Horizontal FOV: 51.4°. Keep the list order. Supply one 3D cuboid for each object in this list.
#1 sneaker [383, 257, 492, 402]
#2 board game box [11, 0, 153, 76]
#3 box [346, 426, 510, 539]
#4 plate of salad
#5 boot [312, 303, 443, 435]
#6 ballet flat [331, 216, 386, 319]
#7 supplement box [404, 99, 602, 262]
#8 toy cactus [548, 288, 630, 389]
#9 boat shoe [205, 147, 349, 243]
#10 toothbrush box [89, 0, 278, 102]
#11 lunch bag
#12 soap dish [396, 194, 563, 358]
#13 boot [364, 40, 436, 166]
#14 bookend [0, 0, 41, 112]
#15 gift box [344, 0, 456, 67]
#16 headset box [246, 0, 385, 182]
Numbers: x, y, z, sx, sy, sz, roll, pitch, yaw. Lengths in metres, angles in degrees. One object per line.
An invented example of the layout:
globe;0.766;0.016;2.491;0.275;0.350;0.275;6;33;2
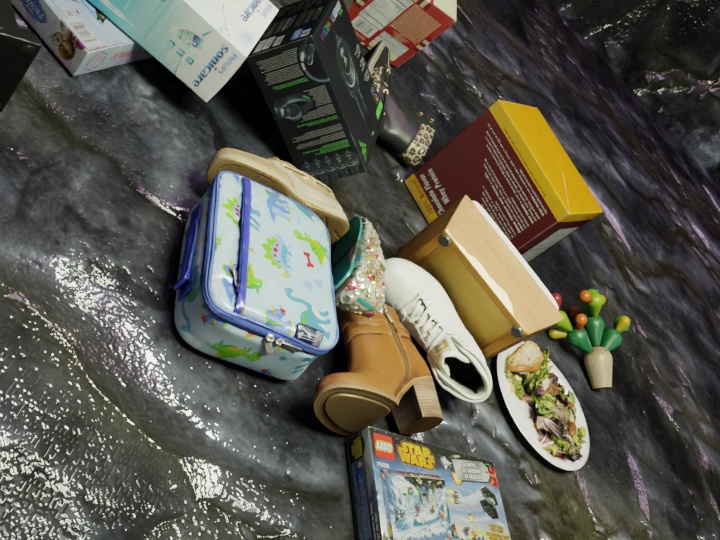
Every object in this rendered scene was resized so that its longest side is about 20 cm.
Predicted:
sneaker;0.092;0.071;0.907;0.200;0.074;0.116;48;6;-6
board game box;-0.315;-0.327;0.856;0.200;0.041;0.199;51;34;-2
box;0.077;0.252;0.782;0.199;0.040;0.138;24;43;-35
plate of salad;0.269;0.184;1.067;0.199;0.048;0.201;31;38;-29
boot;0.001;0.096;0.813;0.199;0.073;0.156;24;37;-50
ballet flat;0.000;0.000;0.879;0.064;0.076;0.200;38;22;-14
supplement box;0.214;-0.114;1.140;0.132;0.200;0.198;-7;65;-52
toy cactus;0.382;0.114;1.249;0.199;0.102;0.167;13;68;-47
boat shoe;-0.099;-0.094;0.876;0.199;0.074;0.070;28;35;-42
toothbrush box;-0.208;-0.315;0.859;0.200;0.085;0.147;41;35;-19
lunch bag;-0.106;0.003;0.765;0.160;0.082;0.201;26;40;-29
soap dish;0.145;0.023;0.983;0.200;0.157;0.081;51;50;0
boot;0.051;-0.269;1.206;0.150;0.073;0.201;35;41;-21
bookend;-0.408;-0.259;0.638;0.198;0.092;0.201;3;55;-50
gift box;0.050;-0.505;1.336;0.184;0.199;0.188;28;55;-36
headset box;-0.048;-0.234;0.983;0.175;0.092;0.201;-75;148;-51
